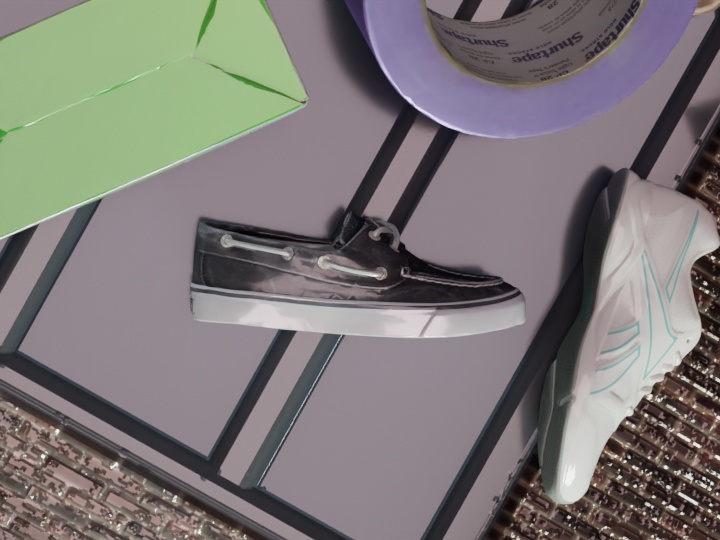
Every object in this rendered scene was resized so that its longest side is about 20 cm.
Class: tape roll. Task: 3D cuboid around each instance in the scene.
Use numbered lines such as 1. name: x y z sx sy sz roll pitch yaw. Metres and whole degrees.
1. tape roll: 0.086 -0.181 0.979 0.198 0.085 0.202 -8 123 -12

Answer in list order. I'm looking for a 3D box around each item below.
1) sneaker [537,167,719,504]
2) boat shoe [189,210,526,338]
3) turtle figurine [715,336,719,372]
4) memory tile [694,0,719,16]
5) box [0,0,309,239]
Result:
1. sneaker: 0.160 0.046 1.057 0.079 0.070 0.203 17 93 -10
2. boat shoe: 0.000 0.000 1.039 0.197 0.072 0.069 4 96 1
3. turtle figurine: 0.301 -0.011 1.032 0.143 0.199 0.196 -14 93 -39
4. memory tile: 0.272 -0.228 1.070 0.152 0.017 0.202 23 93 -7
5. box: -0.139 -0.090 0.960 0.198 0.176 0.098 -24 97 -3
